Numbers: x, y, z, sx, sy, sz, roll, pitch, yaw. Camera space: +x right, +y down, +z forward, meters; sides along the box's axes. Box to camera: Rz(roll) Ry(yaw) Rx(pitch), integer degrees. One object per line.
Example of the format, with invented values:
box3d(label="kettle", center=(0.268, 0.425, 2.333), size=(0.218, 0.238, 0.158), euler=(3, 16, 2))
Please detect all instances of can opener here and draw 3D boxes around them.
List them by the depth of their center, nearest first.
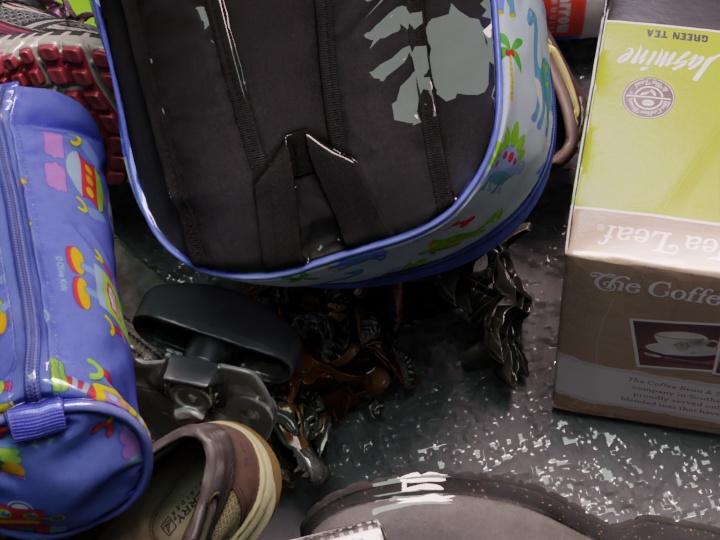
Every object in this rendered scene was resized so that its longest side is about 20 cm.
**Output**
box3d(label="can opener", center=(-0.125, 0.031, 0.886), size=(0.198, 0.054, 0.067), euler=(12, 52, 13))

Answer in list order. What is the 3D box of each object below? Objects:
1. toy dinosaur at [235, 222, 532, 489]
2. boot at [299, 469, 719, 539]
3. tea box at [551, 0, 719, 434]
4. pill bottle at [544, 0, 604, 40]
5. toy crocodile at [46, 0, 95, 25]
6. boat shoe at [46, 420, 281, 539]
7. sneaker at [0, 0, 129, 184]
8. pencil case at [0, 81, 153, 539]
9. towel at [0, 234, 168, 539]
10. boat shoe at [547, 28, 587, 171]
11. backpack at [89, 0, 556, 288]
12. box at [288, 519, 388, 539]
box3d(label="toy dinosaur", center=(0.000, 0.000, 0.917), size=(0.135, 0.102, 0.202), euler=(1, 84, 27))
box3d(label="boot", center=(0.071, 0.159, 0.807), size=(0.198, 0.070, 0.133), euler=(8, 57, -6))
box3d(label="tea box", center=(0.197, -0.036, 0.907), size=(0.198, 0.134, 0.198), euler=(9, 57, 8))
box3d(label="pill bottle", center=(0.077, -0.170, 1.011), size=(0.198, 0.113, 0.113), euler=(-4, 57, 1))
box3d(label="toy crocodile", center=(-0.107, -0.105, 1.009), size=(0.068, 0.062, 0.200), euler=(-51, 57, 13))
box3d(label="boat shoe", center=(-0.115, 0.138, 0.813), size=(0.073, 0.065, 0.201), euler=(36, 89, 28))
box3d(label="sneaker", center=(-0.146, -0.100, 0.951), size=(0.199, 0.081, 0.075), euler=(13, 47, 20))
box3d(label="pencil case", center=(-0.134, 0.007, 0.814), size=(0.077, 0.087, 0.201), euler=(-15, 50, 0))
box3d(label="towel", center=(-0.196, 0.028, 0.935), size=(0.200, 0.035, 0.192), euler=(38, 69, 24))
box3d(label="boat shoe", center=(0.038, -0.131, 0.931), size=(0.072, 0.060, 0.201), euler=(-34, 99, 5))
box3d(label="backpack", center=(-0.007, -0.094, 0.830), size=(0.182, 0.147, 0.202), euler=(-13, 79, 18))
box3d(label="box", center=(0.017, 0.219, 0.714), size=(0.047, 0.194, 0.201), euler=(-12, 58, -7))
